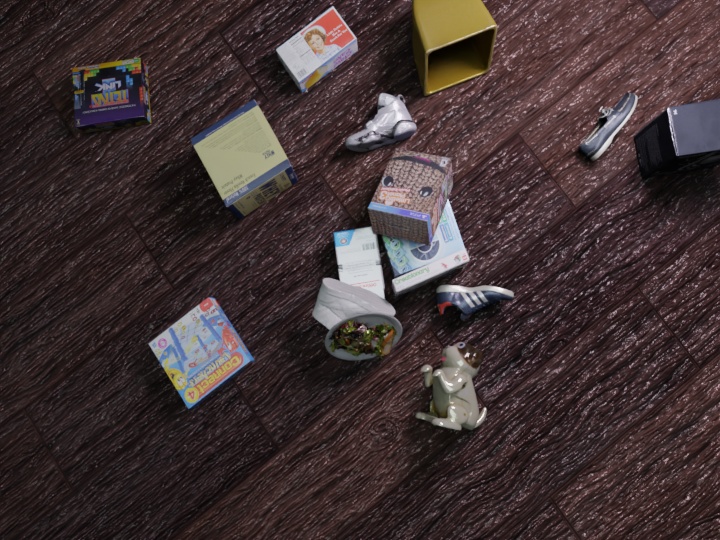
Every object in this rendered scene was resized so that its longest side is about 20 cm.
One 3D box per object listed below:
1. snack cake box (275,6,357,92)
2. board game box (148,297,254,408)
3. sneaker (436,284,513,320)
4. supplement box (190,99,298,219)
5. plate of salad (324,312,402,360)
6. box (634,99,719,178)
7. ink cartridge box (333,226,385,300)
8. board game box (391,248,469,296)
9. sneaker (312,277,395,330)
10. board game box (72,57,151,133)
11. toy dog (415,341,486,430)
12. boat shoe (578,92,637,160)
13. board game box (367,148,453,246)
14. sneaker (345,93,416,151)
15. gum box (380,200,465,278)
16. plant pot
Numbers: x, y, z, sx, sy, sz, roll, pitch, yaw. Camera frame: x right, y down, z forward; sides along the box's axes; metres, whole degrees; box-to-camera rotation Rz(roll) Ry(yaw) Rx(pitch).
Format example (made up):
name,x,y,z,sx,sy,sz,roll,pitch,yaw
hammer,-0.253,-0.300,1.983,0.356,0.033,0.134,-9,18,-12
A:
name,x,y,z,sx,sy,sz,roll,pitch,yaw
snack cake box,-0.117,-0.597,1.639,0.198,0.067,0.116,-37,81,-3
board game box,-0.406,0.210,1.553,0.198,0.056,0.198,-37,82,-2
sneaker,0.288,0.085,1.530,0.193,0.075,0.088,0,81,13
supplement box,-0.296,-0.284,1.572,0.197,0.134,0.203,-32,82,-2
plate of salad,0.009,0.171,1.474,0.193,0.203,0.049,-13,52,0
box,0.818,-0.325,1.494,0.193,0.197,0.128,-8,82,2
ink cartridge box,0.000,0.000,1.555,0.112,0.068,0.207,-8,82,3
board game box,0.172,0.008,1.516,0.195,0.126,0.036,-23,82,-1
sneaker,-0.021,0.105,1.485,0.195,0.074,0.118,21,112,-9
board game box,-0.680,-0.478,1.656,0.193,0.057,0.171,-8,81,2
toy dog,0.238,0.278,1.476,0.188,0.139,0.207,12,83,-9
boat shoe,0.641,-0.384,1.575,0.061,0.075,0.202,35,94,-4
board game box,0.128,-0.185,1.507,0.155,0.098,0.204,13,60,20
sneaker,0.043,-0.392,1.603,0.194,0.075,0.118,-16,81,-5
gum box,0.153,-0.096,1.572,0.194,0.045,0.175,-19,81,-1
plant pot,0.221,-0.620,1.572,0.189,0.196,0.205,-19,73,0
